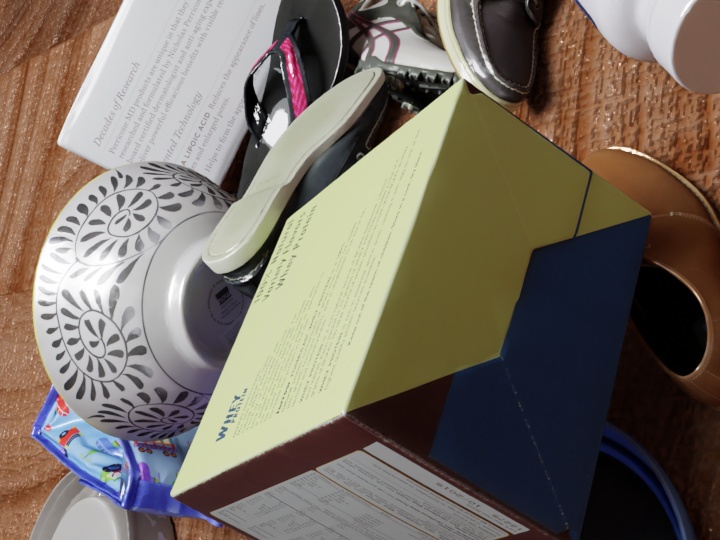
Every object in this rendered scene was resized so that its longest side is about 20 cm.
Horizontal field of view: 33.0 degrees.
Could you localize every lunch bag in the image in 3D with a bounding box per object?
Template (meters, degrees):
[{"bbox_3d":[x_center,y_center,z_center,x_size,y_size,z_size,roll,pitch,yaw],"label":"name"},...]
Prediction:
[{"bbox_3d":[-0.144,0.140,0.942,0.200,0.150,0.095,30,99,53],"label":"lunch bag"}]

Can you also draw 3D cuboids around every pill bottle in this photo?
[{"bbox_3d":[0.172,-0.194,0.720,0.111,0.110,0.201,-50,42,25],"label":"pill bottle"}]

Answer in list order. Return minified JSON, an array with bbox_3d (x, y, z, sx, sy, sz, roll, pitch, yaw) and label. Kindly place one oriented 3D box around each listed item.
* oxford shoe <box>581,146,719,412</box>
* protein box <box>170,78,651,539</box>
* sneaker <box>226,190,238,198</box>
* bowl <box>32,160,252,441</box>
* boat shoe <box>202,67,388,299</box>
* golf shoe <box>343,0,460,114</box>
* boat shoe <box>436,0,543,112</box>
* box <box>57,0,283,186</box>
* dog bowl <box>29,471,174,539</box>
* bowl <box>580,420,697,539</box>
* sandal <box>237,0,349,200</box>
[{"bbox_3d":[0.165,-0.009,0.682,0.072,0.071,0.201,-52,39,26],"label":"oxford shoe"},{"bbox_3d":[0.026,0.047,0.655,0.200,0.134,0.200,-33,30,53],"label":"protein box"},{"bbox_3d":[-0.111,-0.015,1.020,0.076,0.087,0.200,-59,35,19],"label":"sneaker"},{"bbox_3d":[-0.117,0.023,0.843,0.094,0.200,0.203,1,75,47],"label":"bowl"},{"bbox_3d":[-0.028,-0.055,0.822,0.074,0.066,0.200,-12,36,44],"label":"boat shoe"},{"bbox_3d":[0.033,-0.168,0.918,0.199,0.077,0.089,24,85,52],"label":"golf shoe"},{"bbox_3d":[0.097,-0.205,0.851,0.065,0.073,0.202,-36,49,44],"label":"boat shoe"},{"bbox_3d":[-0.149,-0.166,1.030,0.202,0.130,0.199,-63,10,2],"label":"box"},{"bbox_3d":[-0.233,0.276,1.073,0.199,0.058,0.202,-25,57,45],"label":"dog bowl"},{"bbox_3d":[0.099,0.178,0.680,0.199,0.039,0.203,-18,59,34],"label":"bowl"},{"bbox_3d":[-0.059,-0.124,0.911,0.075,0.045,0.202,21,100,41],"label":"sandal"}]
